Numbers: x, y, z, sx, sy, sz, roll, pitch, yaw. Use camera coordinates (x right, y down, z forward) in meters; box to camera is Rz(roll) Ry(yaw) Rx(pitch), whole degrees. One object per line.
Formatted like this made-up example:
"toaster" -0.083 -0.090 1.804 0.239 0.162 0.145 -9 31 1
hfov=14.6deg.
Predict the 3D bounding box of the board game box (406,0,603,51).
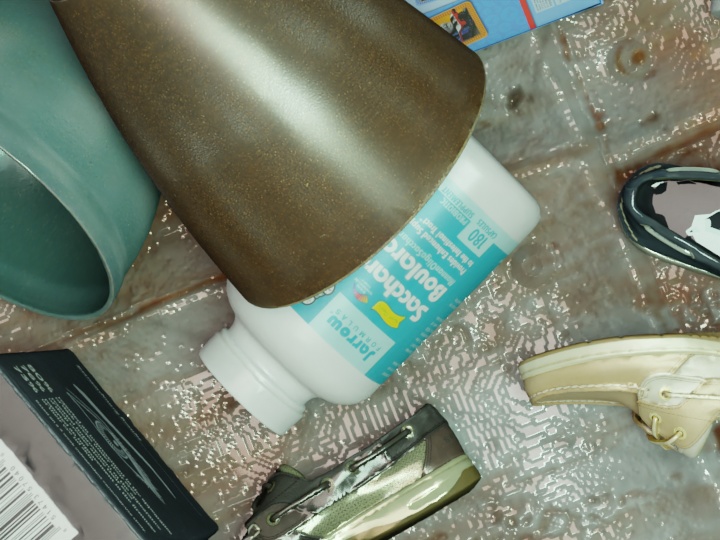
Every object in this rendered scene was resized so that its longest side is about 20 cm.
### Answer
"board game box" 0.022 -0.179 1.598 0.199 0.151 0.037 -21 43 5

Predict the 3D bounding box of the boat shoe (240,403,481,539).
"boat shoe" -0.030 0.143 1.632 0.200 0.072 0.066 -26 79 2

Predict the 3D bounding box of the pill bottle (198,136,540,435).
"pill bottle" 0.000 0.000 1.607 0.111 0.111 0.200 44 94 6

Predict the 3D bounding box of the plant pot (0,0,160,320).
"plant pot" -0.189 -0.086 1.605 0.200 0.200 0.134 32 65 6

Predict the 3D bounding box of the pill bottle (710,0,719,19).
"pill bottle" 0.257 -0.237 1.580 0.115 0.116 0.201 8 91 7

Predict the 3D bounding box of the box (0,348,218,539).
"box" -0.178 0.132 1.581 0.104 0.200 0.148 -41 84 4

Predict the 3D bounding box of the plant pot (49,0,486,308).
"plant pot" -0.067 -0.113 1.509 0.187 0.187 0.200 -46 115 4

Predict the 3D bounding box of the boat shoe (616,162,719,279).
"boat shoe" 0.245 -0.018 1.603 0.199 0.062 0.075 20 88 6

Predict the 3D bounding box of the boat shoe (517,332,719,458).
"boat shoe" 0.190 0.072 1.602 0.199 0.074 0.069 -3 83 6
